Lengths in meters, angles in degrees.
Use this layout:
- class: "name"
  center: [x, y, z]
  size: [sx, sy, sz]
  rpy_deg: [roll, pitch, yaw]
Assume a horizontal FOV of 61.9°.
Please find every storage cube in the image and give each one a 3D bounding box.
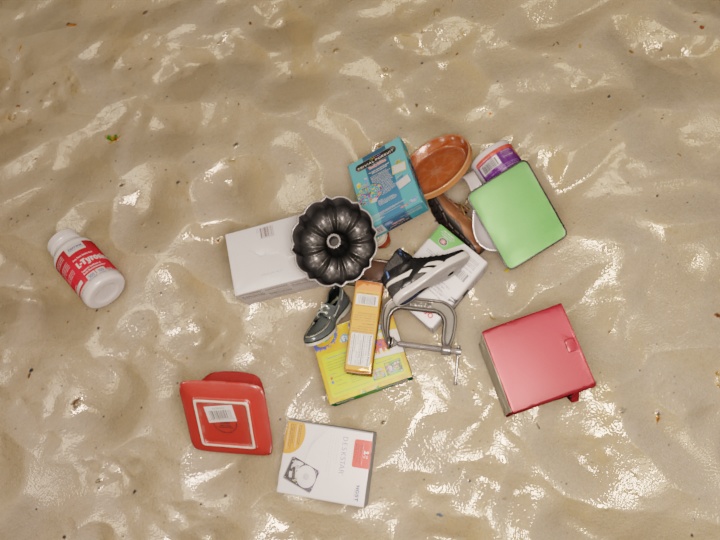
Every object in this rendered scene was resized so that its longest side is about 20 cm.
- class: "storage cube"
  center: [0.366, 0.198, 1.277]
  size: [0.176, 0.171, 0.204]
  rpy_deg: [-19, 73, 3]

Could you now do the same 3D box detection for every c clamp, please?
- class: "c clamp"
  center: [0.133, 0.143, 1.320]
  size: [0.196, 0.027, 0.174]
  rpy_deg: [12, 81, 14]

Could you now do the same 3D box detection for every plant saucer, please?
- class: "plant saucer"
  center: [0.182, -0.247, 1.455]
  size: [0.198, 0.032, 0.203]
  rpy_deg: [-26, 40, 24]

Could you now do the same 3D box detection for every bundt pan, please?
- class: "bundt pan"
  center: [-0.055, -0.061, 1.348]
  size: [0.197, 0.076, 0.207]
  rpy_deg: [-1, 85, 7]

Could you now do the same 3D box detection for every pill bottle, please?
- class: "pill bottle"
  center: [0.357, -0.195, 1.418]
  size: [0.110, 0.112, 0.202]
  rpy_deg: [-30, 76, -1]
- class: "pill bottle"
  center: [-0.701, -0.009, 1.524]
  size: [0.200, 0.112, 0.112]
  rpy_deg: [43, 84, 16]

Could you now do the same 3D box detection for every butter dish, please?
- class: "butter dish"
  center: [-0.287, 0.302, 1.368]
  size: [0.195, 0.149, 0.203]
  rpy_deg: [1, 118, 9]

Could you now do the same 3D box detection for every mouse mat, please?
- class: "mouse mat"
  center: [0.353, -0.125, 1.353]
  size: [0.159, 0.008, 0.202]
  rpy_deg: [-30, 91, 4]

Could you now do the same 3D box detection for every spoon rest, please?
- class: "spoon rest"
  center: [0.286, -0.140, 1.380]
  size: [0.098, 0.061, 0.203]
  rpy_deg: [-26, 77, 5]

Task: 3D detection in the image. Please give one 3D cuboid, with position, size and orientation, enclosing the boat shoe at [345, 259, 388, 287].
- class: "boat shoe"
  center: [0.000, 0.006, 1.432]
  size: [0.198, 0.075, 0.076]
  rpy_deg: [-6, 73, 4]

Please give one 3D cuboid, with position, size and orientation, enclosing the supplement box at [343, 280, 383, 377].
- class: "supplement box"
  center: [0.008, 0.129, 1.328]
  size: [0.067, 0.067, 0.204]
  rpy_deg: [8, 76, 7]

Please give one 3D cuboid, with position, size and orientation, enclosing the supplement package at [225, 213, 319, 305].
- class: "supplement package"
  center: [-0.208, -0.025, 1.456]
  size: [0.196, 0.111, 0.159]
  rpy_deg: [-14, 74, 3]

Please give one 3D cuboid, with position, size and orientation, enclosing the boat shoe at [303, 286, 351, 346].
- class: "boat shoe"
  center: [-0.082, 0.101, 1.368]
  size: [0.072, 0.200, 0.063]
  rpy_deg: [-8, 113, 29]

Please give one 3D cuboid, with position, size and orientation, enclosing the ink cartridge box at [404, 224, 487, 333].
- class: "ink cartridge box"
  center: [0.177, 0.022, 1.399]
  size: [0.146, 0.084, 0.200]
  rpy_deg: [41, 85, 17]

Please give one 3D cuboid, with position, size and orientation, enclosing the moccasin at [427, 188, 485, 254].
- class: "moccasin"
  center: [0.237, -0.129, 1.441]
  size: [0.077, 0.074, 0.202]
  rpy_deg: [-36, 68, -17]

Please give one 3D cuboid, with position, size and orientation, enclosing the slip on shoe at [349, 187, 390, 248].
- class: "slip on shoe"
  center: [0.024, -0.136, 1.483]
  size: [0.073, 0.061, 0.203]
  rpy_deg: [-30, 58, 14]

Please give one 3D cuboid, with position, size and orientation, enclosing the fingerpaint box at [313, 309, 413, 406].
- class: "fingerpaint box"
  center: [0.004, 0.199, 1.382]
  size: [0.196, 0.073, 0.170]
  rpy_deg: [-20, 73, 2]

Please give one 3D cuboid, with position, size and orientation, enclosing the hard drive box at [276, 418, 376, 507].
- class: "hard drive box"
  center: [-0.072, 0.423, 1.330]
  size: [0.196, 0.077, 0.159]
  rpy_deg: [5, 76, 9]

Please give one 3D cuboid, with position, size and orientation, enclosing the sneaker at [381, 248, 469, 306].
- class: "sneaker"
  center: [0.135, -0.019, 1.335]
  size: [0.198, 0.073, 0.113]
  rpy_deg: [-30, 64, -5]

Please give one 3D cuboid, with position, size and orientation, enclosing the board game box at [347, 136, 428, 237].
- class: "board game box"
  center: [0.063, -0.197, 1.424]
  size: [0.149, 0.047, 0.203]
  rpy_deg: [-26, 58, 18]
